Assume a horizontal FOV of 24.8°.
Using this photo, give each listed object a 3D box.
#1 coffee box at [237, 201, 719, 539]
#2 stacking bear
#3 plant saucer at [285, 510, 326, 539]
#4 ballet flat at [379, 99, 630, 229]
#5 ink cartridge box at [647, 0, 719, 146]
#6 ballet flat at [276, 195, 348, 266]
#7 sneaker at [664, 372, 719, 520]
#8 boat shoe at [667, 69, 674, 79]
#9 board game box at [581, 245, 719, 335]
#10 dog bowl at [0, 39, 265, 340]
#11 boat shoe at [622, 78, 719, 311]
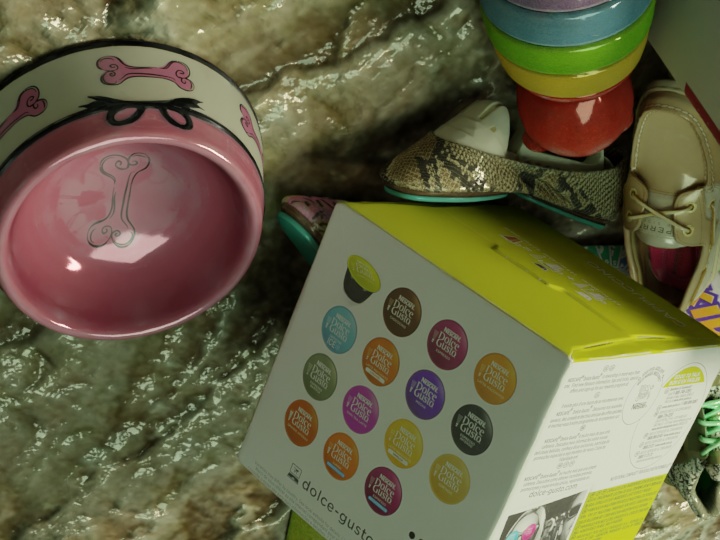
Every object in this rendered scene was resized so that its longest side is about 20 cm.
[{"bbox_3d":[0.079,0.084,1.061,0.200,0.200,0.198,-1,120,-50],"label":"coffee box"},{"bbox_3d":[0.126,-0.153,0.998,0.121,0.114,0.200,-19,140,-4],"label":"stacking bear"},{"bbox_3d":[0.044,0.204,1.336,0.199,0.048,0.200,-5,133,-18],"label":"plant saucer"},{"bbox_3d":[0.102,-0.077,1.096,0.200,0.068,0.075,7,107,-34],"label":"ballet flat"},{"bbox_3d":[0.306,-0.144,0.979,0.199,0.145,0.145,7,129,-27],"label":"ink cartridge box"},{"bbox_3d":[0.000,0.000,1.124,0.071,0.069,0.200,-37,141,-11],"label":"ballet flat"},{"bbox_3d":[0.289,0.126,1.333,0.077,0.089,0.200,-13,134,-10],"label":"sneaker"},{"bbox_3d":[0.257,-0.083,1.140,0.072,0.065,0.200,-20,135,-3],"label":"boat shoe"},{"bbox_3d":[0.214,0.029,1.208,0.199,0.096,0.030,0,157,-23],"label":"board game box"},{"bbox_3d":[-0.149,-0.040,1.014,0.200,0.074,0.200,-12,135,-12],"label":"dog bowl"},{"bbox_3d":[0.214,-0.040,1.116,0.074,0.069,0.200,14,143,26],"label":"boat shoe"}]
